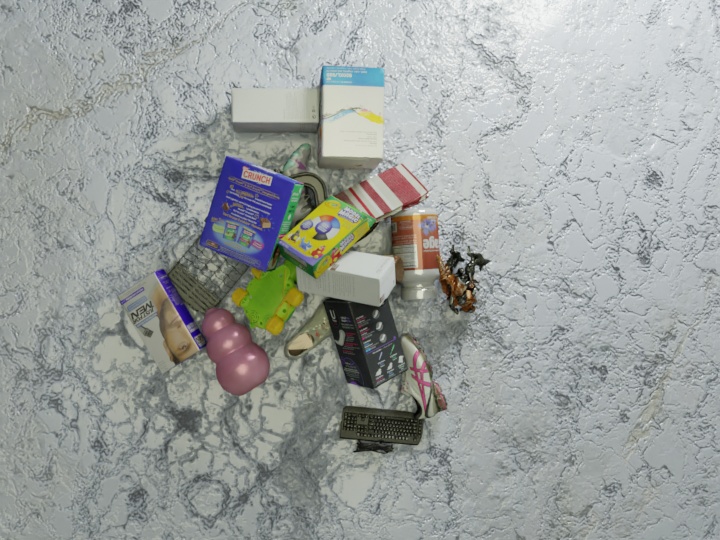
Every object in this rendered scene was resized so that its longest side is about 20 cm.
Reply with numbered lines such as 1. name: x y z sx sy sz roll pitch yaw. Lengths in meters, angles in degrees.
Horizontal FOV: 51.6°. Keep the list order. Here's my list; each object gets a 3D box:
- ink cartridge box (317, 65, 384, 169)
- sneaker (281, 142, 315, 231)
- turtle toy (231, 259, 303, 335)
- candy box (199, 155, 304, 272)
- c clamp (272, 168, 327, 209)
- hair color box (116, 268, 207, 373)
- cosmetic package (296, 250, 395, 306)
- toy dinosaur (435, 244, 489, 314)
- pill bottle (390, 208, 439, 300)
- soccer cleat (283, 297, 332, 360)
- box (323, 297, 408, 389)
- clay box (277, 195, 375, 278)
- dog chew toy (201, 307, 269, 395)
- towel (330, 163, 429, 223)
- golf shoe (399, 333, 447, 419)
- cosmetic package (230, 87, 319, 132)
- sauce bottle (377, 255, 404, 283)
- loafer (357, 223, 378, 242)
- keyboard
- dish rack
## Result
1. ink cartridge box: -0.024 -0.341 1.686 0.141 0.147 0.205 1 88 -6
2. sneaker: -0.130 -0.177 1.713 0.138 0.078 0.202 30 95 -6
3. turtle toy: -0.186 0.048 1.681 0.145 0.101 0.201 36 88 18
4. candy box: -0.235 -0.123 1.607 0.166 0.077 0.204 22 100 8
5. c clamp: -0.151 -0.136 1.668 0.167 0.027 0.204 -15 96 -6
6. hair color box: -0.442 0.113 1.662 0.108 0.065 0.202 -30 94 9
7. cosmetic package: -0.031 0.009 1.608 0.196 0.102 0.076 8 120 21
8. toy dinosaur: 0.229 0.021 1.708 0.100 0.201 0.138 18 70 21
9. pill bottle: 0.129 -0.036 1.717 0.109 0.112 0.205 -4 90 -6
10. soccer cleat: -0.095 0.132 1.705 0.200 0.078 0.069 -44 94 -6
11. box: 0.011 0.146 1.669 0.105 0.121 0.204 -23 102 -31
12. clay box: -0.070 -0.083 1.600 0.114 0.048 0.200 30 62 31
13. dog chew toy: -0.288 0.175 1.666 0.123 0.125 0.202 -30 84 -6
14. towel: 0.043 -0.168 1.706 0.197 0.145 0.023 -26 135 -11
15. golf shoe: 0.129 0.249 1.732 0.091 0.073 0.203 -23 92 -5
16. cosmetic package: -0.193 -0.361 1.686 0.195 0.113 0.083 0 88 -9
17. sauce bottle: 0.000 0.000 1.686 0.196 0.066 0.068 -2 89 24
18. loafer: -0.025 -0.090 1.720 0.199 0.071 0.073 -42 94 -5
19. keyboard: 0.051 0.379 1.737 0.195 0.040 0.107 6 88 -6
20. dish rack: -0.340 -0.008 1.691 0.153 0.055 0.201 41 85 -3
